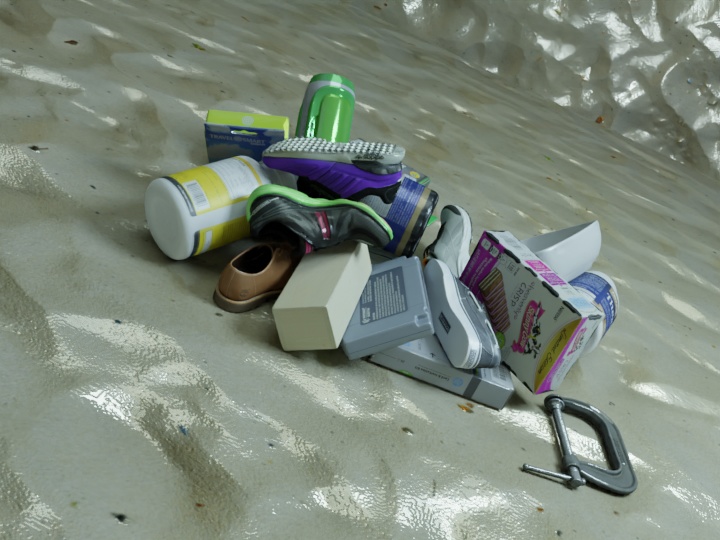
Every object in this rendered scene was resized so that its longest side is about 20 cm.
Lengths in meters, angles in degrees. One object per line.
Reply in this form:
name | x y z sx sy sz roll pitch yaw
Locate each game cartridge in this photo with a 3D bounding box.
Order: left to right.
game cartridge | 0.027 0.048 1.128 0.132 0.042 0.200 -21 24 9

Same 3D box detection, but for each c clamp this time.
c clamp | 0.294 0.227 1.121 0.169 0.027 0.200 23 27 -4

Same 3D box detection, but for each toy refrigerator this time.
toy refrigerator | -0.046 0.026 1.109 0.075 0.071 0.201 -4 29 17

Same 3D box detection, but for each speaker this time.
speaker | -0.061 -0.208 1.337 0.087 0.202 0.089 8 -12 2

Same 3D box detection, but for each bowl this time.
bowl | 0.295 -0.009 1.400 0.199 0.199 0.075 -23 94 -41

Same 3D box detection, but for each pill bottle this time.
pill bottle | -0.189 -0.095 1.156 0.199 0.113 0.112 -22 51 -38
pill bottle | 0.007 -0.106 1.233 0.198 0.113 0.112 26 26 1
pill bottle | 0.367 0.065 1.388 0.110 0.112 0.200 33 27 17

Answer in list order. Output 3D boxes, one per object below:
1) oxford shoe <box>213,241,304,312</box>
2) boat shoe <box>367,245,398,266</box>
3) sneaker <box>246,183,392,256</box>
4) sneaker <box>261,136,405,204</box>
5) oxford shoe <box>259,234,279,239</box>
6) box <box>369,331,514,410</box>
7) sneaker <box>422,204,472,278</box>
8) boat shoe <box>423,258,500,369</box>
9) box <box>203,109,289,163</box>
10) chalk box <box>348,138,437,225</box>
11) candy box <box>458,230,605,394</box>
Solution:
oxford shoe | -0.116 -0.011 1.135 0.071 0.072 0.200 32 33 16
boat shoe | 0.000 0.000 1.258 0.198 0.071 0.070 23 53 -13
sneaker | -0.056 -0.053 1.107 0.198 0.077 0.085 10 70 -2
sneaker | -0.040 -0.125 1.143 0.198 0.101 0.070 5 23 8
oxford shoe | -0.124 -0.073 1.278 0.198 0.073 0.085 8 36 -11
box | 0.112 0.105 1.175 0.198 0.041 0.156 22 26 -9
sneaker | 0.143 -0.037 1.387 0.078 0.074 0.202 10 47 -6
boat shoe | 0.140 0.059 1.157 0.067 0.072 0.201 9 32 -24
box | -0.168 -0.173 1.253 0.120 0.201 0.048 4 63 -3
chalk box | 0.035 -0.120 1.432 0.199 0.125 0.124 32 25 13
candy box | 0.224 0.055 1.165 0.061 0.137 0.200 -3 37 -44
